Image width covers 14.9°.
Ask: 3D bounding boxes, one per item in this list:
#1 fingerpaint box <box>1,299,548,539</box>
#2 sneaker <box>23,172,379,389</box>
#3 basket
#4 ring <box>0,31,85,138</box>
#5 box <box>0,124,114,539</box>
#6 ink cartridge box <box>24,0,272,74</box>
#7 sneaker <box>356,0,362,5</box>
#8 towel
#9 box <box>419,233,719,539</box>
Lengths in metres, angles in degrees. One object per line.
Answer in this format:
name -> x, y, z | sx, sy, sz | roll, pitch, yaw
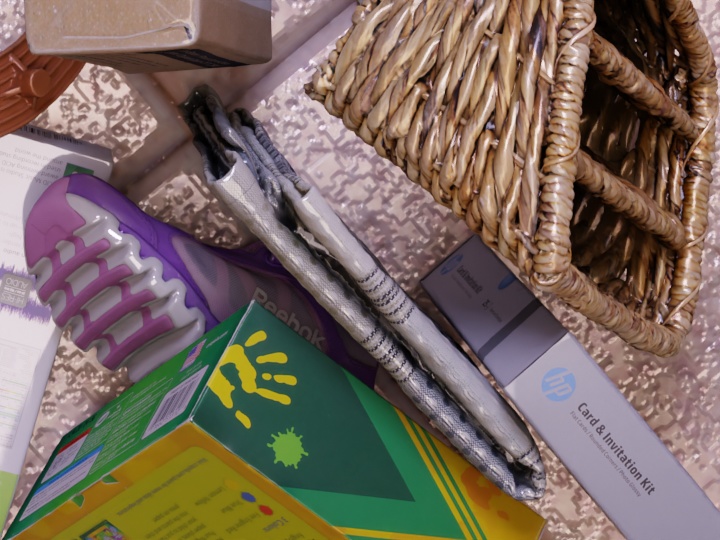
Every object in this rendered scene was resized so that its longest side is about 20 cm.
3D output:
fingerpaint box -> -0.042, 0.116, 1.231 | 0.167, 0.200, 0.074 | 37, 55, -13
sneaker -> -0.065, 0.017, 1.260 | 0.200, 0.080, 0.089 | 41, 55, -21
basket -> 0.099, -0.069, 1.182 | 0.149, 0.200, 0.143 | 40, 95, 26
ring -> -0.170, -0.152, 1.177 | 0.200, 0.019, 0.202 | -8, 101, -46
box -> -0.210, 0.020, 1.269 | 0.143, 0.036, 0.201 | 17, 99, -11
ink cartridge box -> -0.088, -0.186, 1.144 | 0.075, 0.165, 0.201 | -2, 92, 10
sneaker -> 0.060, -0.192, 1.223 | 0.067, 0.090, 0.201 | 23, 99, -11
towel -> 0.000, 0.000, 1.209 | 0.035, 0.193, 0.200 | -43, 106, 4
box -> 0.104, 0.072, 1.233 | 0.041, 0.200, 0.156 | -40, 105, 0
